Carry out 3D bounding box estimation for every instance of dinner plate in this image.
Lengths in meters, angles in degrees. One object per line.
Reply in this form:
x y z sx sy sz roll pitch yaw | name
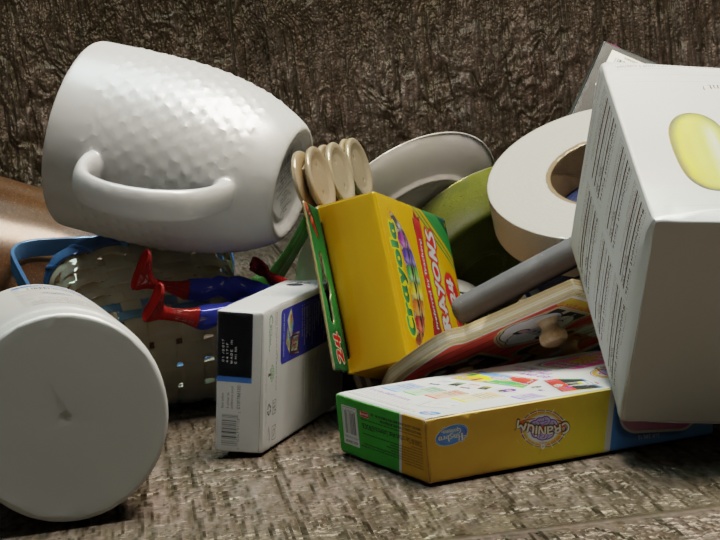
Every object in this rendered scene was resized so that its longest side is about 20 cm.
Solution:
0.035 -0.030 1.801 0.200 0.201 0.024 -11 47 -40 | dinner plate

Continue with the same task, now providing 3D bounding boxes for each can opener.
0.154 0.000 1.539 0.200 0.053 0.067 -28 -2 17 | can opener

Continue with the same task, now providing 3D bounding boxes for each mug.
-0.140 -0.078 1.635 0.175 0.148 0.200 14 21 15 | mug

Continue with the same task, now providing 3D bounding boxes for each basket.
-0.182 0.026 1.747 0.176 0.139 0.200 -7 37 -15 | basket

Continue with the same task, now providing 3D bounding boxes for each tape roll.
0.197 -0.064 1.655 0.202 0.037 0.203 -9 31 6 | tape roll

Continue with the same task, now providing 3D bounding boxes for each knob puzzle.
0.103 0.066 1.546 0.219 0.031 0.220 -17 -15 -5 | knob puzzle

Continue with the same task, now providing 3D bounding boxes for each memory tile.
0.000 0.000 1.645 0.017 0.201 0.153 -15 4 18 | memory tile

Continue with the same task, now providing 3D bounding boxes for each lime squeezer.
-0.060 0.026 1.744 0.071 0.200 0.038 -38 57 -25 | lime squeezer

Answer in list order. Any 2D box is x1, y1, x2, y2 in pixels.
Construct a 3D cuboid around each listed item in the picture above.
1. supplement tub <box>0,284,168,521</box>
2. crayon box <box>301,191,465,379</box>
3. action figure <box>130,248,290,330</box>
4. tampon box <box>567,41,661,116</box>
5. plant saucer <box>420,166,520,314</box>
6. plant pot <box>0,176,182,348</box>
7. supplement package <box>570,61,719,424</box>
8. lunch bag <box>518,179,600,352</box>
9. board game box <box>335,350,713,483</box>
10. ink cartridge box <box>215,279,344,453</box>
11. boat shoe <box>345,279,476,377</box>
-0.198 0.080 1.383 0.131 0.132 0.200 -7 7 -12 | supplement tub
0.023 0.016 1.593 0.051 0.127 0.200 -15 -10 19 | crayon box
-0.071 0.024 1.649 0.199 0.052 0.065 12 28 -31 | action figure
0.246 -0.080 1.926 0.150 0.127 0.200 24 -20 8 | tampon box
0.094 -0.003 1.845 0.200 0.200 0.031 -10 47 -38 | plant saucer
-0.238 0.023 1.899 0.199 0.188 0.187 8 4 -6 | plant pot
0.247 -0.019 1.369 0.191 0.147 0.200 1 33 -6 | supplement package
0.199 -0.009 1.730 0.135 0.133 0.200 -15 32 -2 | lunch bag
0.104 0.092 1.410 0.199 0.040 0.153 -8 6 -20 | board game box
-0.055 0.063 1.556 0.039 0.100 0.200 3 7 17 | ink cartridge box
0.032 0.056 1.764 0.200 0.071 0.064 -8 42 -36 | boat shoe
